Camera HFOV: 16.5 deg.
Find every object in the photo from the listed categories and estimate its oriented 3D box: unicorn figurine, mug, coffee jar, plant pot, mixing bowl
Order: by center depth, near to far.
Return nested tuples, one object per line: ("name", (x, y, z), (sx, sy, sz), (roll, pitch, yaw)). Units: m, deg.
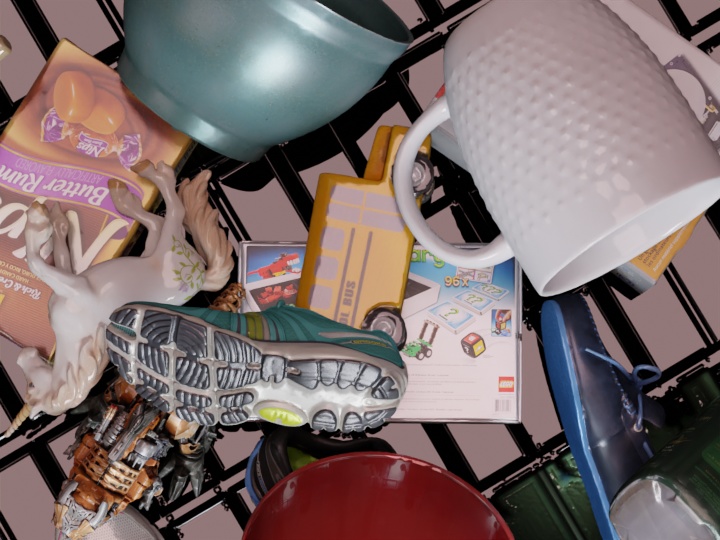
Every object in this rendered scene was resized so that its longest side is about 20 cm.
("mug", (0.114, -0.082, 1.626), (0.200, 0.148, 0.176), (-32, 78, 10))
("mixing bowl", (0.005, 0.233, 1.649), (0.199, 0.108, 0.201), (4, 115, 9))
("coffee jar", (0.263, 0.121, 1.670), (0.085, 0.104, 0.200), (47, 60, 8))
("unicorn figurine", (-0.175, 0.012, 1.675), (0.199, 0.074, 0.138), (-22, 89, -4))
("plant pot", (-0.083, -0.160, 1.691), (0.200, 0.200, 0.134), (37, 104, 3))

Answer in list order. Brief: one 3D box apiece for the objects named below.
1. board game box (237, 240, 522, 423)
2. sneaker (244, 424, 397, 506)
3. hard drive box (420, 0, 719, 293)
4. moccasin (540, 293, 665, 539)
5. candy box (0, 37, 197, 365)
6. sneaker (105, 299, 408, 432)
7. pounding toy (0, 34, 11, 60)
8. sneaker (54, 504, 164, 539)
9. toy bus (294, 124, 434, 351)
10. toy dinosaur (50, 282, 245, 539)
("board game box", (0.013, 0.044, 1.742), (0.199, 0.035, 0.127), (1, 85, 0))
("sneaker", (0.016, 0.165, 1.704), (0.199, 0.083, 0.071), (25, 52, 2))
("hard drive box", (0.163, -0.105, 1.734), (0.200, 0.077, 0.156), (35, 86, 3))
("moccasin", (0.179, 0.107, 1.726), (0.068, 0.080, 0.201), (-18, 100, -6))
("candy box", (-0.210, -0.047, 1.741), (0.116, 0.056, 0.200), (31, 88, 1))
("sneaker", (-0.068, 0.057, 1.626), (0.199, 0.080, 0.078), (11, 121, -3))
("pounding toy", (-0.350, -0.090, 1.700), (0.199, 0.142, 0.185), (17, 86, 2))
("sneaker", (-0.156, 0.246, 1.700), (0.081, 0.088, 0.201), (-22, 85, -2))
("toy bus", (0.000, 0.000, 1.696), (0.078, 0.065, 0.201), (10, 86, 3))
("toy dinosaur", (-0.136, 0.101, 1.683), (0.200, 0.136, 0.102), (-34, 82, -12))
